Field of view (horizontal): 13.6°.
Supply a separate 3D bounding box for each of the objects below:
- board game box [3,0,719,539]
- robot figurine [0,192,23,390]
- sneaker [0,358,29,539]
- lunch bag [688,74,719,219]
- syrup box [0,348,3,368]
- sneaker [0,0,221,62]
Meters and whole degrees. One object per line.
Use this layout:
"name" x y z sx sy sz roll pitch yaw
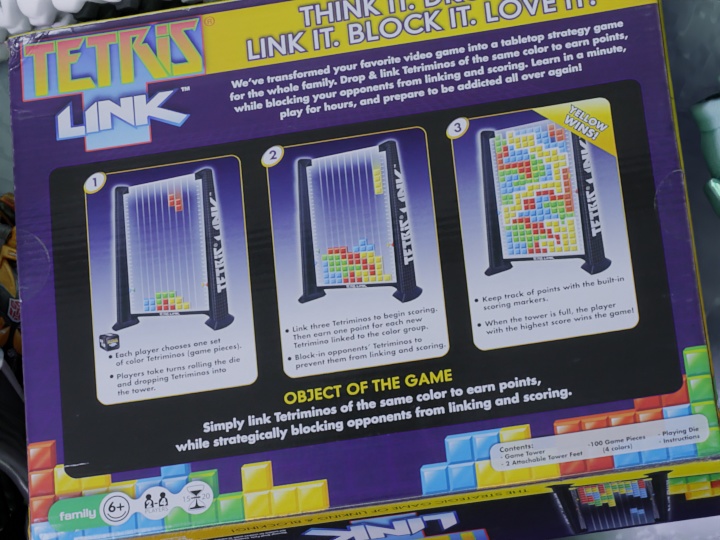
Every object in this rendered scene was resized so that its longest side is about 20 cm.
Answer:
"board game box" 0.000 0.000 0.883 0.199 0.057 0.166 -8 66 7
"robot figurine" -0.118 0.063 1.011 0.144 0.058 0.201 17 105 9
"sneaker" -0.099 0.119 0.938 0.070 0.099 0.201 -27 105 5
"lunch bag" 0.210 -0.004 0.862 0.199 0.122 0.171 -19 94 14
"syrup box" -0.206 0.000 0.901 0.200 0.079 0.082 37 95 37
"sneaker" -0.099 -0.110 0.964 0.199 0.075 0.082 -6 83 29
